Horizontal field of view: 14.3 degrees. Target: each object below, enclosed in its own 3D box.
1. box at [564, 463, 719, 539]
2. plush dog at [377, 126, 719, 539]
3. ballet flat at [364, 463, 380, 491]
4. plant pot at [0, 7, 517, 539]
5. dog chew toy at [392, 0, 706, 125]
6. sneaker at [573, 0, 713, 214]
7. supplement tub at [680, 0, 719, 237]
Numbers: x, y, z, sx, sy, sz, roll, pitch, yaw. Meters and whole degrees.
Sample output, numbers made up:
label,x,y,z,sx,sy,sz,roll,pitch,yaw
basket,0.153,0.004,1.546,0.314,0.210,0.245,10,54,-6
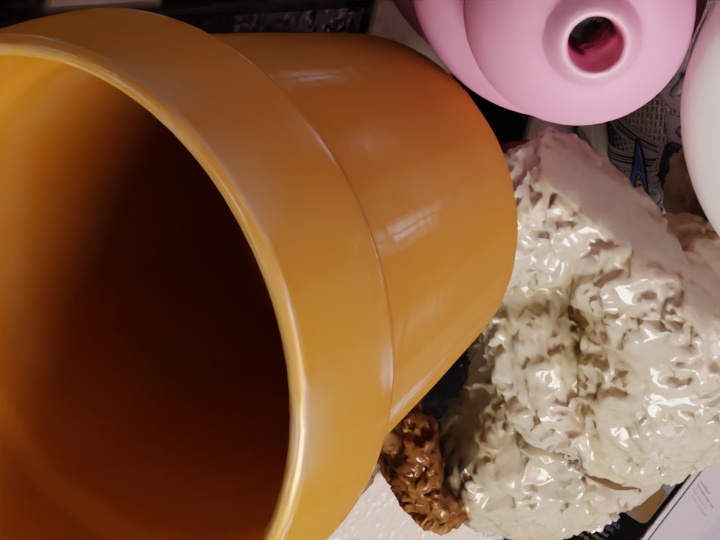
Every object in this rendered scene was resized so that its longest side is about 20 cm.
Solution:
label,x,y,z,sx,sy,sz,roll,pitch,yaw
box,0.166,0.095,1.376,0.200,0.060,0.117,-51,141,-9
plush dog,0.099,0.045,1.123,0.199,0.161,0.172,-8,152,-40
ballet flat,0.000,0.000,1.132,0.072,0.067,0.201,-39,140,-48
plant pot,-0.046,-0.002,0.982,0.183,0.199,0.201,-26,133,-50
dog chew toy,0.068,-0.111,1.019,0.124,0.200,0.125,-1,113,-3
sneaker,0.139,-0.041,1.235,0.077,0.085,0.201,-18,126,-40
supplement tub,0.199,-0.071,1.030,0.200,0.144,0.145,-44,151,-68
